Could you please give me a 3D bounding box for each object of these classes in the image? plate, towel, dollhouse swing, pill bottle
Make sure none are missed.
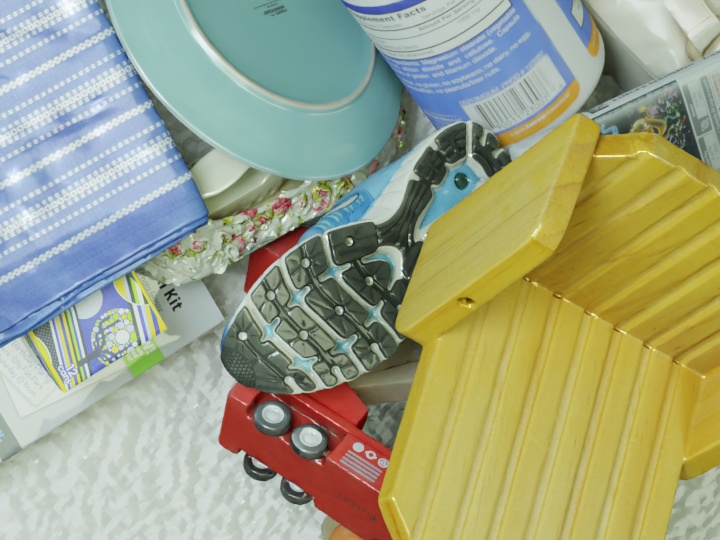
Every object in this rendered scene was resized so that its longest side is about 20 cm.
[{"bbox_3d":[-0.052,-0.142,1.098,0.199,0.026,0.202,21,51,-29],"label":"plate"},{"bbox_3d":[-0.182,-0.078,1.024,0.144,0.024,0.201,-30,98,-13],"label":"towel"},{"bbox_3d":[0.131,0.066,1.009,0.199,0.182,0.177,29,50,-22],"label":"dollhouse swing"},{"bbox_3d":[0.045,-0.166,1.094,0.112,0.112,0.200,-45,126,-8],"label":"pill bottle"}]

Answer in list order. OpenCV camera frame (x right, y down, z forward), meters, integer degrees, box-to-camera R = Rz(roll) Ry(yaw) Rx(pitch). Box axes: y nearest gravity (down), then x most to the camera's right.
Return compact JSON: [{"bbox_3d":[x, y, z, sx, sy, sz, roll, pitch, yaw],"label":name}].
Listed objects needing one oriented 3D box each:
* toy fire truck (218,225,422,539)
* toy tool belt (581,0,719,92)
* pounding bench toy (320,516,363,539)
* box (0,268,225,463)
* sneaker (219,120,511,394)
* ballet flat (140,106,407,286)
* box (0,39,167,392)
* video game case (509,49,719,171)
[{"bbox_3d":[-0.004,0.068,1.101,0.199,0.049,0.141,31,49,15],"label":"toy fire truck"},{"bbox_3d":[0.212,-0.148,1.180,0.200,0.125,0.123,45,78,2],"label":"toy tool belt"},{"bbox_3d":[0.048,0.151,1.156,0.155,0.124,0.202,-7,71,-14],"label":"pounding bench toy"},{"bbox_3d":[-0.200,0.014,1.122,0.199,0.041,0.157,-32,101,-12],"label":"box"},{"bbox_3d":[0.000,0.000,1.088,0.200,0.090,0.079,-39,100,-25],"label":"sneaker"},{"bbox_3d":[-0.046,-0.059,1.119,0.076,0.064,0.200,40,60,23],"label":"ballet flat"},{"bbox_3d":[-0.185,-0.039,1.070,0.070,0.064,0.201,-31,98,-11],"label":"box"},{"bbox_3d":[0.195,-0.014,1.127,0.181,0.023,0.201,-25,109,-13],"label":"video game case"}]
